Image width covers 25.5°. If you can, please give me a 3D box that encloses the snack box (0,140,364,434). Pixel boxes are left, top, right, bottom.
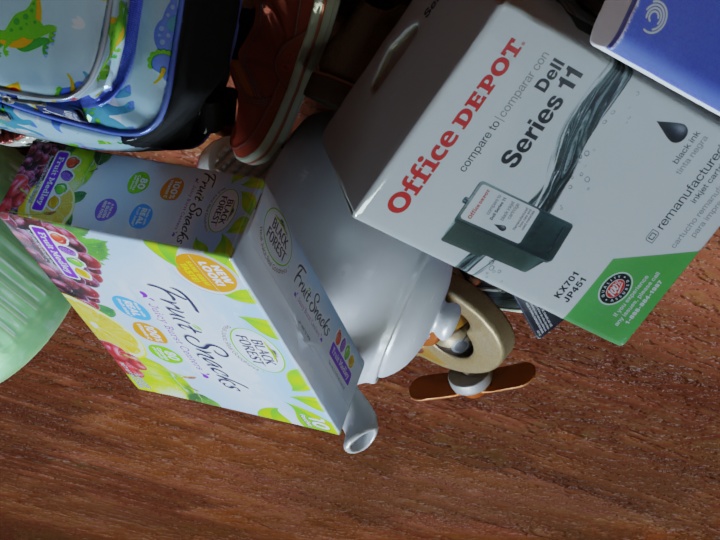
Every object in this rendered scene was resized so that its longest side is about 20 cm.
[{"bbox_3d":[-0.091,0.014,0.876,0.141,0.053,0.200,9,153,23],"label":"snack box"}]

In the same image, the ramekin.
[{"bbox_3d":[-0.307,-0.014,1.178,0.198,0.202,0.098,-6,147,30],"label":"ramekin"}]

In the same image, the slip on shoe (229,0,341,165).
[{"bbox_3d":[-0.056,-0.134,0.975,0.061,0.075,0.200,17,151,-6],"label":"slip on shoe"}]

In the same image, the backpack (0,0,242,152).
[{"bbox_3d":[-0.166,-0.159,0.789,0.198,0.185,0.147,9,-178,18],"label":"backpack"}]

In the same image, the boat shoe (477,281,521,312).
[{"bbox_3d":[0.100,-0.008,1.220,0.061,0.074,0.199,20,160,-37],"label":"boat shoe"}]

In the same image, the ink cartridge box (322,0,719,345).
[{"bbox_3d":[0.100,-0.066,0.873,0.199,0.083,0.147,24,115,-27],"label":"ink cartridge box"}]

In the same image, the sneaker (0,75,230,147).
[{"bbox_3d":[-0.168,-0.116,1.040,0.199,0.079,0.082,-9,158,38],"label":"sneaker"}]

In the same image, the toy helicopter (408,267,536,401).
[{"bbox_3d":[0.049,0.054,1.242,0.132,0.079,0.199,47,149,-17],"label":"toy helicopter"}]

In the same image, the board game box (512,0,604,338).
[{"bbox_3d":[0.151,-0.084,0.969,0.199,0.062,0.201,-28,130,5],"label":"board game box"}]

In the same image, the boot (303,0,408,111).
[{"bbox_3d":[0.029,-0.119,0.989,0.073,0.076,0.200,22,-178,17],"label":"boot"}]

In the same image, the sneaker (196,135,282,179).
[{"bbox_3d":[-0.068,-0.032,1.205,0.104,0.076,0.199,-20,150,39],"label":"sneaker"}]

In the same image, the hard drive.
[{"bbox_3d":[0.221,-0.136,0.814,0.199,0.133,0.025,22,-174,-31],"label":"hard drive"}]

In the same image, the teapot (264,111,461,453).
[{"bbox_3d":[0.000,0.000,1.049,0.145,0.202,0.197,24,-178,4],"label":"teapot"}]
